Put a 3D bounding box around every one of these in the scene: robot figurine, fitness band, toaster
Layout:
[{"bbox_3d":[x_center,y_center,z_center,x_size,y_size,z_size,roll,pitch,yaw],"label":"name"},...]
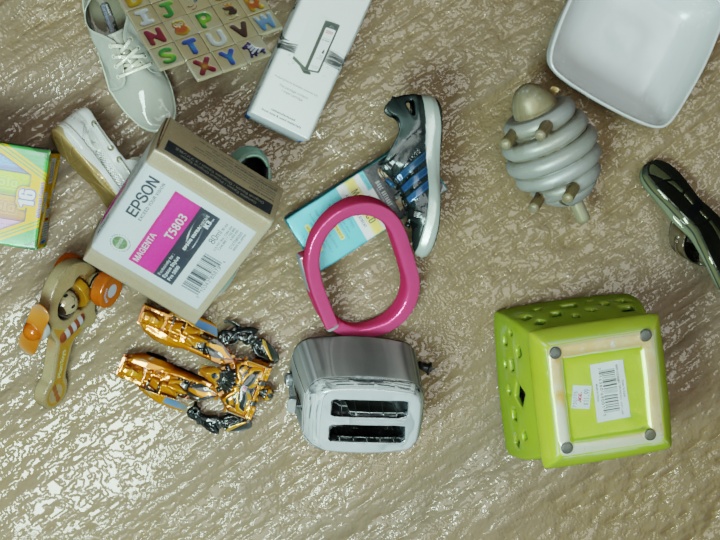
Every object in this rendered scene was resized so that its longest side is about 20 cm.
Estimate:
[{"bbox_3d":[-0.202,0.125,1.735,0.198,0.058,0.146,22,92,-8],"label":"robot figurine"},{"bbox_3d":[0.000,0.000,1.726,0.142,0.037,0.202,-25,123,-10],"label":"fitness band"},{"bbox_3d":[0.004,0.158,1.720,0.197,0.129,0.115,3,115,-8],"label":"toaster"}]

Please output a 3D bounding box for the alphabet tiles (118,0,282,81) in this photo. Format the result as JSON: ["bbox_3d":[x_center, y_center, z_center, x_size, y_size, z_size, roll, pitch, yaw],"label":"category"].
[{"bbox_3d":[-0.196,-0.316,1.662,0.165,0.006,0.201,-22,62,-20],"label":"alphabet tiles"}]

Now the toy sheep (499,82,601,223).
[{"bbox_3d":[0.245,-0.146,1.741,0.137,0.138,0.202,-25,110,-5],"label":"toy sheep"}]

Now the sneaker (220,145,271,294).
[{"bbox_3d":[-0.166,-0.059,1.696,0.073,0.118,0.202,18,93,-10],"label":"sneaker"}]

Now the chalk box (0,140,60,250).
[{"bbox_3d":[-0.475,-0.100,1.649,0.198,0.124,0.125,8,93,-7],"label":"chalk box"}]

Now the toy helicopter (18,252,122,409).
[{"bbox_3d":[-0.374,0.082,1.683,0.078,0.132,0.202,22,110,20],"label":"toy helicopter"}]

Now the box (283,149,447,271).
[{"bbox_3d":[0.006,-0.085,1.752,0.199,0.049,0.083,-33,98,-4],"label":"box"}]

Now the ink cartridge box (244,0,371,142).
[{"bbox_3d":[-0.063,-0.266,1.681,0.084,0.146,0.202,24,90,-8],"label":"ink cartridge box"}]

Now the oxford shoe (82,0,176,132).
[{"bbox_3d":[-0.290,-0.264,1.696,0.075,0.058,0.202,-25,98,-7],"label":"oxford shoe"}]

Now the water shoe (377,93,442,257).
[{"bbox_3d":[0.059,-0.117,1.701,0.078,0.072,0.203,1,88,-4],"label":"water shoe"}]

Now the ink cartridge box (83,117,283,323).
[{"bbox_3d":[-0.212,-0.055,1.620,0.164,0.075,0.200,30,126,-14],"label":"ink cartridge box"}]

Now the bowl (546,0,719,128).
[{"bbox_3d":[0.348,-0.305,1.770,0.198,0.075,0.202,27,91,-9],"label":"bowl"}]

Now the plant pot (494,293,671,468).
[{"bbox_3d":[0.290,0.144,1.742,0.197,0.181,0.203,-7,94,-7],"label":"plant pot"}]

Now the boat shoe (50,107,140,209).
[{"bbox_3d":[-0.296,-0.116,1.699,0.069,0.071,0.201,-46,111,-24],"label":"boat shoe"}]

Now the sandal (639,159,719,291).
[{"bbox_3d":[0.434,-0.056,1.810,0.080,0.057,0.202,-28,79,-46],"label":"sandal"}]
